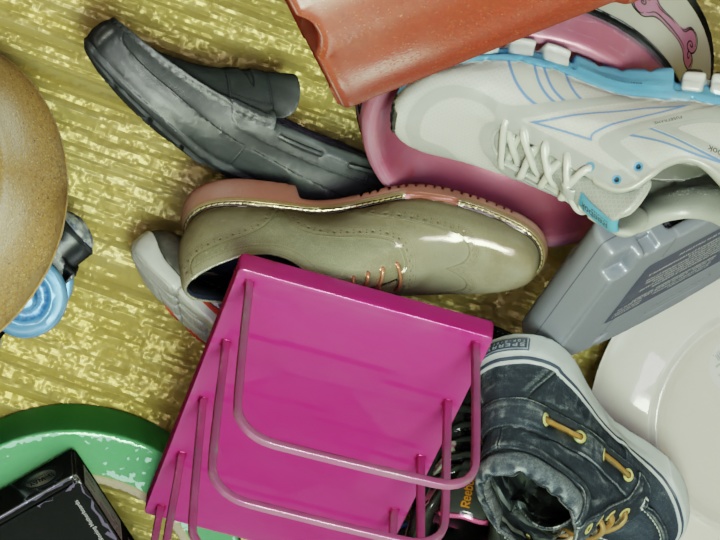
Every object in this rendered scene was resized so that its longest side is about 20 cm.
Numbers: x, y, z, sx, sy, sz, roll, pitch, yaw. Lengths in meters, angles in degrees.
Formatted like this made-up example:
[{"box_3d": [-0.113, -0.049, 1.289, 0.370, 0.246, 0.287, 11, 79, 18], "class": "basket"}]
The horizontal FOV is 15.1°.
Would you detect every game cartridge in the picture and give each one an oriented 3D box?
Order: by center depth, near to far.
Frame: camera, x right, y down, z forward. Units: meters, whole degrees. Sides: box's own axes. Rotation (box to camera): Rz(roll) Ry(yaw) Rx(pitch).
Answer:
[{"box_3d": [0.181, -0.021, 1.486, 0.200, 0.133, 0.041, -26, 68, -30], "class": "game cartridge"}]

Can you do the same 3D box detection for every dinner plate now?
[{"box_3d": [0.230, 0.086, 1.583, 0.200, 0.024, 0.200, -2, 98, -14], "class": "dinner plate"}]

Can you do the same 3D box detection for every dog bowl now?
[{"box_3d": [0.087, -0.092, 1.454, 0.200, 0.074, 0.200, 5, 138, 5], "class": "dog bowl"}]

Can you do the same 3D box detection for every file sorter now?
[{"box_3d": [-0.029, 0.119, 1.436, 0.139, 0.125, 0.200, 15, 132, -9], "class": "file sorter"}]

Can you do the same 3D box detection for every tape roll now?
[{"box_3d": [-0.167, 0.179, 1.570, 0.200, 0.048, 0.200, -2, 107, -7], "class": "tape roll"}]

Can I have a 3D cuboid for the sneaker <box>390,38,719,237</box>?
[{"box_3d": [0.112, -0.060, 1.366, 0.200, 0.087, 0.075, 6, 141, 7], "class": "sneaker"}]

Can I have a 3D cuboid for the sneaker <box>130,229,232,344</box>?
[{"box_3d": [-0.034, 0.025, 1.530, 0.200, 0.077, 0.082, 34, 79, -4], "class": "sneaker"}]

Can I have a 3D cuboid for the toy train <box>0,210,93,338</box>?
[{"box_3d": [-0.245, 0.017, 1.495, 0.200, 0.087, 0.114, -39, 99, 3], "class": "toy train"}]

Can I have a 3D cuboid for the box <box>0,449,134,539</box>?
[{"box_3d": [-0.178, 0.224, 1.533, 0.160, 0.044, 0.200, -29, 108, 2], "class": "box"}]

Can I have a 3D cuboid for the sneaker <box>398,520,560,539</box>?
[{"box_3d": [0.089, 0.187, 1.582, 0.200, 0.083, 0.071, 1, 116, -6], "class": "sneaker"}]

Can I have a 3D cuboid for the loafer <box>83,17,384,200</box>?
[{"box_3d": [-0.062, -0.083, 1.496, 0.201, 0.068, 0.070, 35, 94, -21], "class": "loafer"}]

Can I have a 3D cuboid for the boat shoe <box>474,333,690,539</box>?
[{"box_3d": [0.117, 0.125, 1.488, 0.071, 0.091, 0.200, -15, 138, 29], "class": "boat shoe"}]

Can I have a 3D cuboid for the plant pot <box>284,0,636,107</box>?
[{"box_3d": [0.044, -0.185, 1.309, 0.195, 0.201, 0.201, -27, 108, 1], "class": "plant pot"}]

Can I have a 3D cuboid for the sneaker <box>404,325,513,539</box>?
[{"box_3d": [0.066, 0.126, 1.524, 0.080, 0.086, 0.200, 6, 76, 5], "class": "sneaker"}]

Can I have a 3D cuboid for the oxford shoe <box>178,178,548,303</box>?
[{"box_3d": [0.000, 0.000, 1.460, 0.200, 0.074, 0.071, 1, 133, 5], "class": "oxford shoe"}]

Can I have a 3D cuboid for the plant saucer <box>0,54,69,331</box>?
[{"box_3d": [-0.256, -0.042, 1.444, 0.200, 0.035, 0.200, -2, 75, 7], "class": "plant saucer"}]
